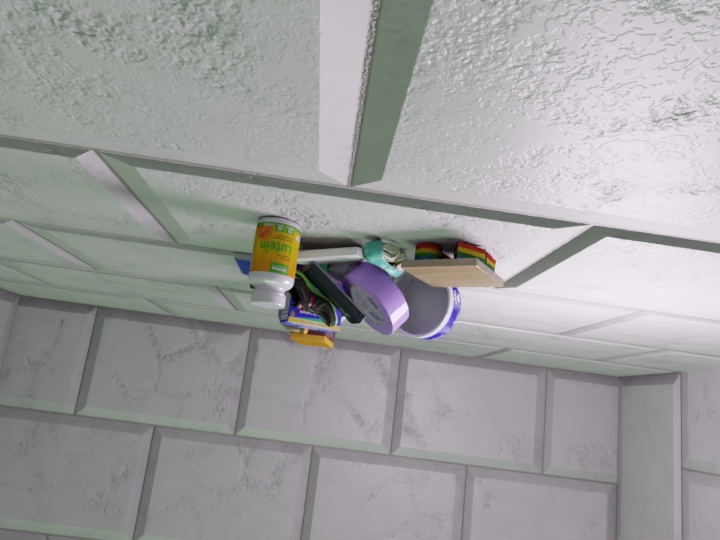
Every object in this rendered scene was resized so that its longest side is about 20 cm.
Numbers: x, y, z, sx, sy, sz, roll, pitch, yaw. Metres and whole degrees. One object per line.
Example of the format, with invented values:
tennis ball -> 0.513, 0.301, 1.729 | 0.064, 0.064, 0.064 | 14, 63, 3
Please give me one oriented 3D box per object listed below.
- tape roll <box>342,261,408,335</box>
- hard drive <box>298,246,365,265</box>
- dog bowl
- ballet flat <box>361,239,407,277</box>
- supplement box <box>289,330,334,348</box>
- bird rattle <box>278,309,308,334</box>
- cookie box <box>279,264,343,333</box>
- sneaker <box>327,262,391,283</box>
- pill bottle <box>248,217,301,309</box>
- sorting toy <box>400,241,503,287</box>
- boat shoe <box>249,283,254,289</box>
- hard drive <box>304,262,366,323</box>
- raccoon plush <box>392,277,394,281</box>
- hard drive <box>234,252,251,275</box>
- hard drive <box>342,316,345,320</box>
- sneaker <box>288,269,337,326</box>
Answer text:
tape roll -> 0.039, 0.076, 1.542 | 0.200, 0.065, 0.201 | 41, 155, 23
hard drive -> -0.082, -0.038, 1.513 | 0.196, 0.027, 0.132 | -4, 174, 18
dog bowl -> 0.181, 0.092, 1.608 | 0.197, 0.204, 0.078 | -2, 166, 36
ballet flat -> 0.080, -0.030, 1.459 | 0.069, 0.069, 0.199 | -17, 159, 27
supplement box -> -0.168, 0.173, 2.135 | 0.130, 0.204, 0.197 | 5, 167, 7
bird rattle -> -0.199, 0.111, 1.804 | 0.197, 0.165, 0.113 | 22, 164, 9
cookie box -> -0.136, 0.069, 1.682 | 0.168, 0.204, 0.075 | 13, 166, -24
sneaker -> 0.000, 0.000, 1.646 | 0.197, 0.072, 0.080 | 13, 146, -21
pill bottle -> -0.209, -0.016, 1.367 | 0.109, 0.204, 0.111 | 6, 167, 1
sorting toy -> 0.232, -0.016, 1.413 | 0.197, 0.071, 0.198 | -1, 164, 33
boat shoe -> -0.246, 0.030, 1.742 | 0.196, 0.069, 0.072 | 6, -171, 8
hard drive -> -0.073, 0.065, 1.566 | 0.200, 0.033, 0.139 | 46, 168, -4
raccoon plush -> 0.029, 0.079, 1.776 | 0.197, 0.137, 0.096 | -1, 166, 31
hard drive -> -0.327, -0.013, 1.831 | 0.129, 0.026, 0.200 | 8, 167, -3
hard drive -> -0.040, 0.122, 1.910 | 0.038, 0.200, 0.140 | 46, 167, 6
sneaker -> -0.146, 0.090, 1.587 | 0.200, 0.084, 0.077 | 43, 144, 0
